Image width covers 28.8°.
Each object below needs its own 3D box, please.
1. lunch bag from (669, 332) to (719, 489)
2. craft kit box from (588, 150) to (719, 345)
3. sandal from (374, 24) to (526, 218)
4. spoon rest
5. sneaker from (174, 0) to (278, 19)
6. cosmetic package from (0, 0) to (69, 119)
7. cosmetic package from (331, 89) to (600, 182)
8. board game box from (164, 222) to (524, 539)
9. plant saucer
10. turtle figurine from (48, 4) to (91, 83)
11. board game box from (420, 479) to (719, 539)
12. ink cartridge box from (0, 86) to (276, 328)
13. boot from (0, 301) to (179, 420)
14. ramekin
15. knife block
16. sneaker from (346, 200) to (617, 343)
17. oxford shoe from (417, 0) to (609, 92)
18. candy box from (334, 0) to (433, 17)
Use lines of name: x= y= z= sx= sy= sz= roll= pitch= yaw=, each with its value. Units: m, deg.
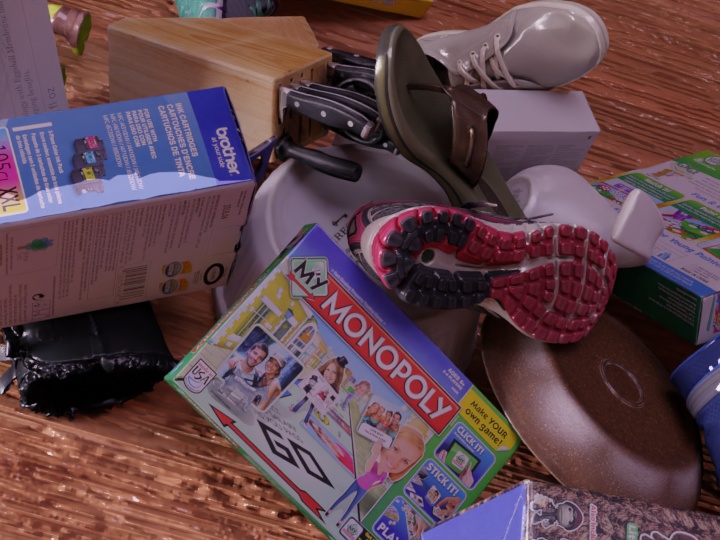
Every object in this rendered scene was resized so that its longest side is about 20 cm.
lunch bag: x=0.325 y=0.093 z=0.985 sx=0.199 sy=0.136 sz=0.133 roll=16 pitch=45 yaw=-43
craft kit box: x=0.263 y=-0.025 z=1.081 sx=0.197 sy=0.049 sz=0.200 roll=-17 pitch=32 yaw=-26
sandal: x=0.073 y=-0.089 z=0.944 sx=0.201 sy=0.057 sz=0.080 roll=50 pitch=38 yaw=-31
spoon rest: x=0.153 y=-0.031 z=1.024 sx=0.060 sy=0.200 sz=0.100 roll=31 pitch=82 yaw=-24
sneaker: x=-0.100 y=-0.205 z=1.135 sx=0.087 sy=0.075 sz=0.201 roll=4 pitch=52 yaw=-22
cosmetic package: x=-0.305 y=-0.139 z=0.895 sx=0.199 sy=0.200 sz=0.123 roll=-21 pitch=47 yaw=-19
cosmetic package: x=0.080 y=-0.100 z=1.108 sx=0.199 sy=0.083 sz=0.051 roll=-1 pitch=54 yaw=-21
board game box: x=-0.007 y=0.088 z=0.885 sx=0.200 sy=0.029 sz=0.135 roll=45 pitch=75 yaw=-12
plant saucer: x=0.171 y=0.087 z=0.973 sx=0.200 sy=0.037 sz=0.201 roll=30 pitch=33 yaw=-22
turtle figurine: x=-0.290 y=-0.200 z=1.069 sx=0.160 sy=0.065 sz=0.201 roll=21 pitch=50 yaw=-2
board game box: x=0.151 y=0.201 z=0.822 sx=0.199 sy=0.159 sz=0.097 roll=13 pitch=66 yaw=-16
ink cartridge box: x=-0.144 y=-0.038 z=0.860 sx=0.199 sy=0.137 sz=0.077 roll=-9 pitch=65 yaw=-19
boot: x=-0.157 y=0.007 z=0.949 sx=0.197 sy=0.074 sz=0.163 roll=-10 pitch=55 yaw=-17
ramekin: x=0.000 y=0.000 z=0.994 sx=0.201 sy=0.094 sz=0.203 roll=10 pitch=51 yaw=-12
knife block: x=-0.072 y=-0.118 z=0.976 sx=0.199 sy=0.064 sz=0.176 roll=-2 pitch=29 yaw=-12
sneaker: x=0.085 y=-0.009 z=0.915 sx=0.199 sy=0.081 sz=0.075 roll=16 pitch=8 yaw=-31
oxford shoe: x=0.108 y=-0.166 z=1.118 sx=0.058 sy=0.199 sz=0.075 roll=-45 pitch=119 yaw=-39
candy box: x=-0.034 y=-0.273 z=1.204 sx=0.199 sy=0.026 sz=0.103 roll=2 pitch=53 yaw=-40
